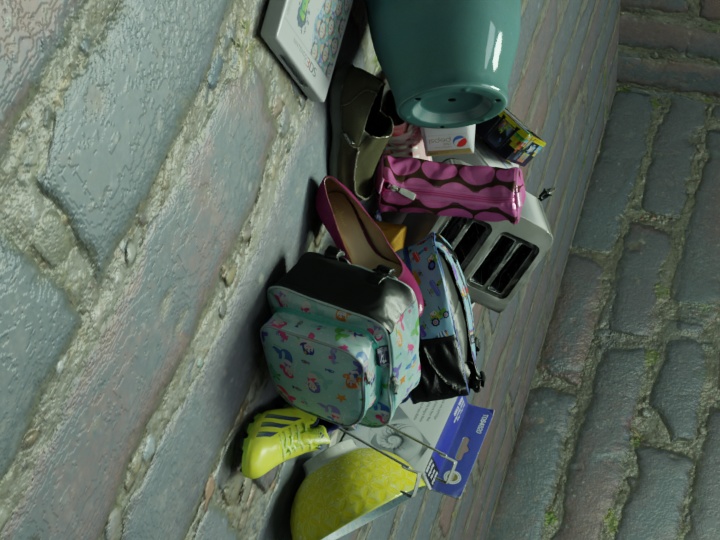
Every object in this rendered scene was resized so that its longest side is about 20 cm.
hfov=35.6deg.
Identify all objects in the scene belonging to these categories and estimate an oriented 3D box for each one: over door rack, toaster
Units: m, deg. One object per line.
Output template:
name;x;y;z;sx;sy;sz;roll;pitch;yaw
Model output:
over door rack;0.035;0.210;1.499;0.067;0.200;0.148;-57;158;12
toaster;0.168;-0.054;1.638;0.200;0.181;0.119;-57;-158;26

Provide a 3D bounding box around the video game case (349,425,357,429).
video game case;-0.015;0.145;1.652;0.200;0.018;0.143;57;48;-66

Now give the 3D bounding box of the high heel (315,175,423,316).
high heel;0.008;-0.026;1.365;0.067;0.200;0.096;-37;154;-14

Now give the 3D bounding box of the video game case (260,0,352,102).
video game case;-0.047;-0.311;1.238;0.182;0.024;0.200;43;60;-70

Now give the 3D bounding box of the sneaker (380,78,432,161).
sneaker;0.053;-0.176;1.552;0.105;0.075;0.200;-54;143;-64

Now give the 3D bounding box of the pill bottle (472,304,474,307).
pill bottle;0.157;0.009;1.942;0.111;0.111;0.200;77;30;-54

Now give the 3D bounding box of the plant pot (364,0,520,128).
plant pot;0.102;-0.280;1.352;0.200;0.200;0.188;43;43;-70

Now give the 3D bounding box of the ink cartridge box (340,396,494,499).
ink cartridge box;0.088;0.248;1.742;0.200;0.200;0.041;-60;155;-47

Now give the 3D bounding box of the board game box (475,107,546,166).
board game box;0.184;-0.248;1.722;0.057;0.200;0.165;-48;167;12

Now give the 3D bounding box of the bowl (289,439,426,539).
bowl;-0.021;0.299;1.548;0.108;0.200;0.200;61;10;15

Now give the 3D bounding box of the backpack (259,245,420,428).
backpack;-0.020;0.098;1.338;0.151;0.177;0.200;-53;148;-34

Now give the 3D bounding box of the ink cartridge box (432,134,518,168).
ink cartridge box;0.155;-0.144;1.772;0.145;0.084;0.200;-41;174;20

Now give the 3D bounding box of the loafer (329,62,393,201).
loafer;0.003;-0.165;1.414;0.075;0.070;0.200;-61;156;-43

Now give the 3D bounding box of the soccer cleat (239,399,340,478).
soccer cleat;-0.083;0.201;1.366;0.200;0.084;0.065;-31;131;-66

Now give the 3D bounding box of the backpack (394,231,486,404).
backpack;0.081;0.057;1.473;0.183;0.134;0.200;-77;154;-74

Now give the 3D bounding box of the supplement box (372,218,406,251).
supplement box;0.000;0.000;1.523;0.200;0.067;0.069;-53;150;-52

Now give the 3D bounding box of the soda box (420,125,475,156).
soda box;0.124;-0.241;1.556;0.200;0.068;0.064;-81;162;-48

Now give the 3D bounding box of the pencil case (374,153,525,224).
pencil case;0.120;-0.105;1.488;0.094;0.200;0.091;9;85;-87
